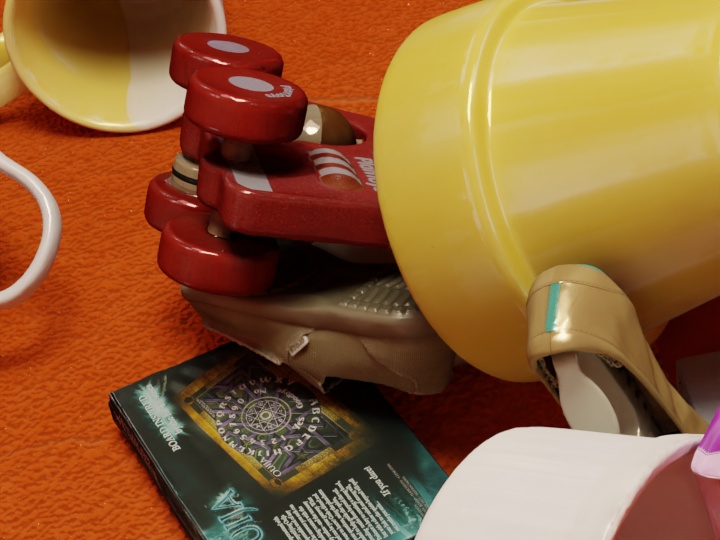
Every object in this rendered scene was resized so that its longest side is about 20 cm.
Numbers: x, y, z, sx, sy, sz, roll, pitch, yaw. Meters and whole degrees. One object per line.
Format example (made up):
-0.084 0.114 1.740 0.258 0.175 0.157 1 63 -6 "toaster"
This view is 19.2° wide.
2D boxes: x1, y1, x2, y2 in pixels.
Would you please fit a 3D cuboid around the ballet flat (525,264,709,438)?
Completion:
0.132 0.085 1.042 0.068 0.200 0.063 -18 34 30 "ballet flat"

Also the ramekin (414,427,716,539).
0.095 0.165 0.952 0.097 0.201 0.201 8 42 33 "ramekin"

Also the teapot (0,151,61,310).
-0.310 -0.019 1.296 0.197 0.200 0.147 3 71 -33 "teapot"

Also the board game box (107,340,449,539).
-0.041 0.107 1.174 0.135 0.028 0.200 -22 41 -17 "board game box"

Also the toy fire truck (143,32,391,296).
-0.028 -0.057 1.202 0.167 0.113 0.200 8 19 -13 "toy fire truck"

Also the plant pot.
0.139 -0.057 1.079 0.188 0.201 0.201 -14 31 39 "plant pot"

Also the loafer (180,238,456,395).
-0.025 0.031 1.192 0.076 0.068 0.200 -30 27 -36 "loafer"

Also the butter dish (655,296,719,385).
0.261 -0.039 1.197 0.147 0.199 0.200 24 39 -28 "butter dish"

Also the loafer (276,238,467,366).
0.000 0.000 1.262 0.199 0.068 0.076 18 49 32 "loafer"

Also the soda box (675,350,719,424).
0.271 0.071 1.122 0.199 0.064 0.068 -12 41 -1 "soda box"

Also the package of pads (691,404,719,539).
0.222 0.125 0.962 0.075 0.200 0.121 0 38 36 "package of pads"

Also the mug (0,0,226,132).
-0.182 -0.197 1.486 0.186 0.150 0.153 -1 32 1 "mug"
